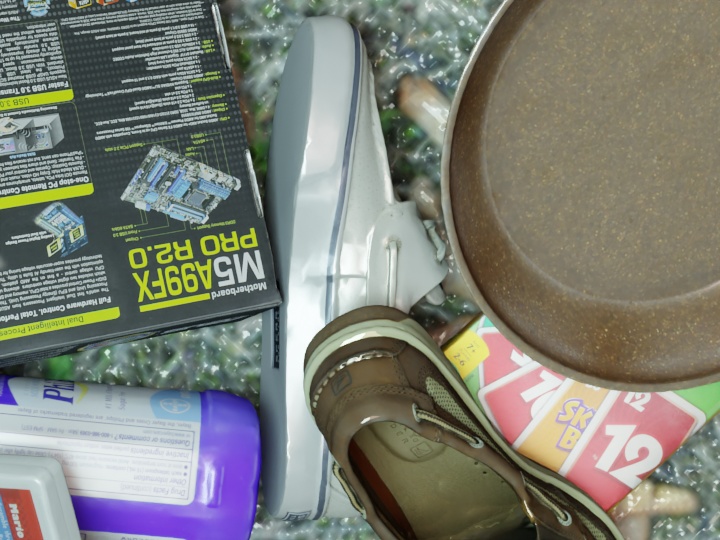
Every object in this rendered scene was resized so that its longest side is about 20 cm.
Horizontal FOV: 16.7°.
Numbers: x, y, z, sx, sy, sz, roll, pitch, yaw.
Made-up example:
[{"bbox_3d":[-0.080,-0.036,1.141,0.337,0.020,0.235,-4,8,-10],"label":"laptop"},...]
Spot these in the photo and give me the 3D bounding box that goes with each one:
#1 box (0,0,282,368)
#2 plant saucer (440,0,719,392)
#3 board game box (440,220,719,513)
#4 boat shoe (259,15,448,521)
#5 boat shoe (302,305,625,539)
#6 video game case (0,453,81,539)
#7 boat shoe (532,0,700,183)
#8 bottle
[{"bbox_3d":[-0.141,-0.044,0.931,0.199,0.044,0.161,-11,86,-27],"label":"box"},{"bbox_3d":[0.121,-0.051,0.941,0.199,0.037,0.202,-6,113,-15],"label":"plant saucer"},{"bbox_3d":[0.133,0.005,1.002,0.200,0.030,0.096,-42,92,-3],"label":"board game box"},{"bbox_3d":[0.000,0.000,0.979,0.069,0.071,0.202,1,91,-15],"label":"boat shoe"},{"bbox_3d":[0.047,0.106,0.941,0.075,0.075,0.202,-38,117,14],"label":"boat shoe"},{"bbox_3d":[-0.185,0.129,0.920,0.199,0.017,0.144,2,118,25],"label":"video game case"},{"bbox_3d":[0.126,-0.111,0.981,0.062,0.071,0.201,32,85,-5],"label":"boat shoe"},{"bbox_3d":[-0.140,0.072,0.957,0.198,0.084,0.066,6,91,-6],"label":"bottle"}]
